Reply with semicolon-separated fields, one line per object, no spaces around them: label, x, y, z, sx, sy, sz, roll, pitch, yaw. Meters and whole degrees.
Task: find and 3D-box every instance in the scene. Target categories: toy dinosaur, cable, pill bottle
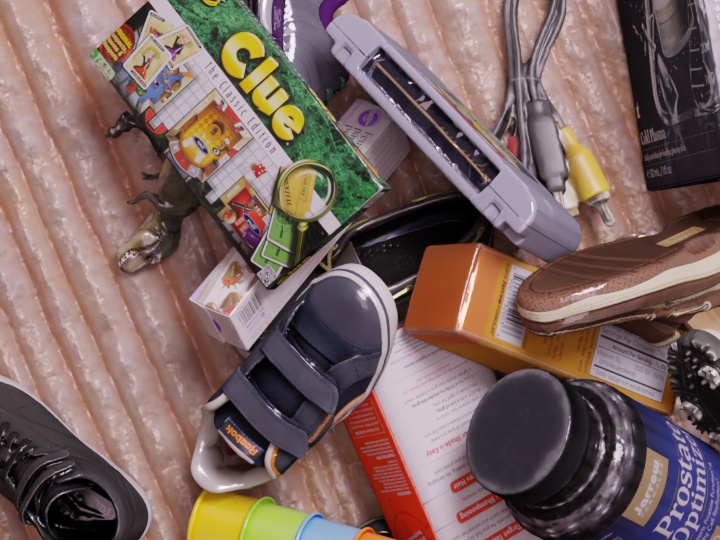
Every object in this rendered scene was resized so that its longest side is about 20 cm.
toy dinosaur;-0.127;-0.091;1.188;0.088;0.047;0.200;40;120;5
cable;0.121;-0.117;1.252;0.096;0.050;0.201;-11;78;10
pill bottle;0.164;0.140;1.162;0.200;0.112;0.112;29;85;-41

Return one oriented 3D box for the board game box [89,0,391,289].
board game box;-0.080;-0.098;1.125;0.105;0.023;0.200;-40;80;10

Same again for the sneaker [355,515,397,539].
sneaker;-0.019;0.261;1.185;0.075;0.106;0.200;37;85;-5

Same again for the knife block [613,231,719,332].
knife block;0.276;0.063;1.243;0.198;0.064;0.177;1;88;-7

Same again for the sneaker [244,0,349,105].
sneaker;-0.042;-0.115;1.209;0.087;0.074;0.202;3;93;-19

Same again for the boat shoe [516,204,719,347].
boat shoe;0.195;0.018;1.148;0.201;0.075;0.075;-18;111;-24

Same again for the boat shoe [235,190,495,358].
boat shoe;0.000;0.000;1.204;0.200;0.061;0.072;-24;59;-10

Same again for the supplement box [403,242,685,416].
supplement box;0.131;0.044;1.188;0.199;0.066;0.069;24;75;-30

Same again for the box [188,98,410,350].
box;-0.039;-0.033;1.180;0.039;0.042;0.200;21;61;33

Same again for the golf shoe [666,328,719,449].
golf shoe;0.286;0.095;1.179;0.200;0.077;0.088;44;68;-22

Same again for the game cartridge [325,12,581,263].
game cartridge;0.066;-0.087;1.169;0.041;0.133;0.200;-44;69;6

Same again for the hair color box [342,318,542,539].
hair color box;0.059;0.132;1.203;0.101;0.061;0.201;-24;91;-32

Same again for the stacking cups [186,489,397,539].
stacking cups;-0.017;0.191;1.169;0.199;0.060;0.061;9;88;21

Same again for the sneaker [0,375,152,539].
sneaker;-0.229;0.127;1.168;0.199;0.099;0.071;34;87;-3

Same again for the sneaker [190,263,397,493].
sneaker;-0.047;0.082;1.143;0.078;0.079;0.200;43;128;12

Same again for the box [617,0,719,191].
box;0.261;-0.163;1.177;0.123;0.200;0.198;-8;90;-6
